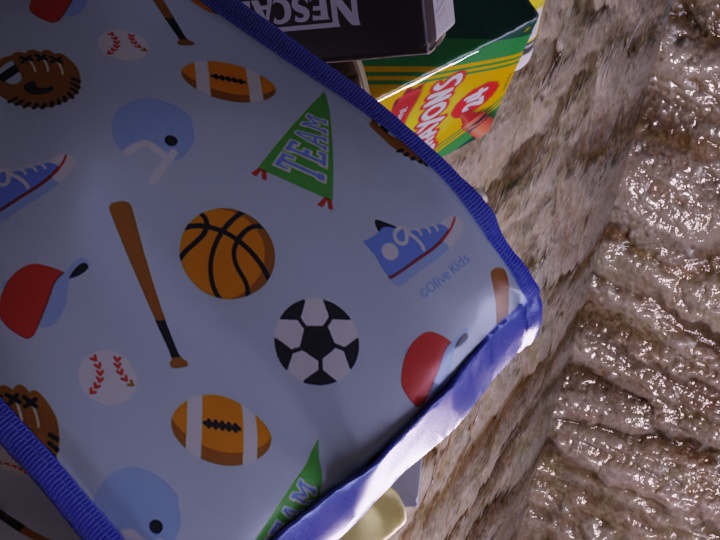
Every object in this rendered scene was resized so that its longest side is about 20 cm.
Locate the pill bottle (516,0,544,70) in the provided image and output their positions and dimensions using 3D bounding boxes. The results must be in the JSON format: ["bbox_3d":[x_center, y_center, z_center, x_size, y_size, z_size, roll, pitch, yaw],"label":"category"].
[{"bbox_3d":[0.086,-0.247,1.118,0.111,0.111,0.201,-46,152,-58],"label":"pill bottle"}]

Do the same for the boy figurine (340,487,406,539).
[{"bbox_3d":[-0.035,0.044,0.768,0.124,0.064,0.201,97,-25,-62],"label":"boy figurine"}]

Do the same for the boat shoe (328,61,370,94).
[{"bbox_3d":[-0.040,-0.121,0.752,0.065,0.071,0.201,-54,124,-71],"label":"boat shoe"}]

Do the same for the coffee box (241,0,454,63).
[{"bbox_3d":[-0.030,-0.185,0.634,0.080,0.113,0.201,-57,142,-71],"label":"coffee box"}]

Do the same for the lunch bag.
[{"bbox_3d":[-0.069,0.009,0.482,0.170,0.200,0.124,-41,153,-34],"label":"lunch bag"}]

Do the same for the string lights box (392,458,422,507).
[{"bbox_3d":[-0.023,0.068,0.987,0.200,0.059,0.103,-154,-112,-68],"label":"string lights box"}]

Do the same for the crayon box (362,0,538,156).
[{"bbox_3d":[-0.008,-0.082,0.870,0.200,0.051,0.127,-28,163,-19],"label":"crayon box"}]

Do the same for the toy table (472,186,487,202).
[{"bbox_3d":[0.008,0.010,1.153,0.184,0.117,0.201,-32,140,-67],"label":"toy table"}]
